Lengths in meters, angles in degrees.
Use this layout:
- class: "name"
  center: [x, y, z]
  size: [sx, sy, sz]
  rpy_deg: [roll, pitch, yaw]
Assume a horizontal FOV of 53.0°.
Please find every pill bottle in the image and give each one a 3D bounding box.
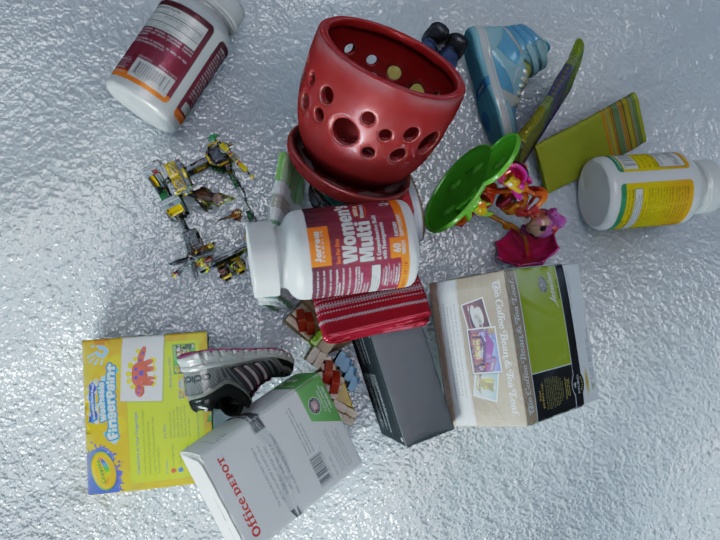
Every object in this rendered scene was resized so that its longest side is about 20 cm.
- class: "pill bottle"
  center: [0.452, -0.125, 1.121]
  size: [0.198, 0.113, 0.114]
  rpy_deg: [-5, 86, -11]
- class: "pill bottle"
  center: [-0.254, -0.306, 1.010]
  size: [0.114, 0.114, 0.201]
  rpy_deg: [32, 80, -6]
- class: "pill bottle"
  center: [-0.036, -0.023, 0.882]
  size: [0.198, 0.110, 0.111]
  rpy_deg: [-7, 86, -11]

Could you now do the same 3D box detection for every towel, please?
- class: "towel"
  center: [0.000, 0.000, 0.955]
  size: [0.143, 0.023, 0.201]
  rpy_deg: [-12, 54, -8]
- class: "towel"
  center: [0.365, -0.203, 1.145]
  size: [0.199, 0.018, 0.087]
  rpy_deg: [-28, 114, -11]
- class: "towel"
  center: [-0.104, -0.046, 0.996]
  size: [0.030, 0.149, 0.202]
  rpy_deg: [8, 83, 2]
- class: "towel"
  center: [0.274, -0.235, 1.087]
  size: [0.023, 0.144, 0.201]
  rpy_deg: [31, 80, 13]

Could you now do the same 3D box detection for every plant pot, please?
- class: "plant pot"
  center: [0.010, -0.199, 0.928]
  size: [0.199, 0.183, 0.201]
  rpy_deg: [17, 38, -14]

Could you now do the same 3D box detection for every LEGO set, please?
- class: "LEGO set"
  center: [-0.208, -0.090, 0.988]
  size: [0.152, 0.116, 0.202]
  rpy_deg: [-18, 84, -7]

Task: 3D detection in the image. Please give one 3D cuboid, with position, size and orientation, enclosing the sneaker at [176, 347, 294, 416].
- class: "sneaker"
  center: [-0.162, 0.149, 0.965]
  size: [0.073, 0.199, 0.088]
  rpy_deg: [-8, 82, 32]

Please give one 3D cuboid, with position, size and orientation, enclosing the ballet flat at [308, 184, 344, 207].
- class: "ballet flat"
  center: [-0.004, -0.062, 1.057]
  size: [0.072, 0.072, 0.201]
  rpy_deg: [-42, 93, -11]

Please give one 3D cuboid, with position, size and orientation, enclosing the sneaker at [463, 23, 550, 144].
- class: "sneaker"
  center: [0.244, -0.291, 1.116]
  size: [0.129, 0.080, 0.202]
  rpy_deg: [-14, 88, -10]

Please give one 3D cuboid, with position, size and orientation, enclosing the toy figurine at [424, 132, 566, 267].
- class: "toy figurine"
  center: [0.225, -0.085, 1.056]
  size: [0.183, 0.200, 0.151]
  rpy_deg: [33, 50, -18]

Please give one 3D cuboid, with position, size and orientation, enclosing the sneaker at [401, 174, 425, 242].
- class: "sneaker"
  center: [0.018, -0.124, 1.064]
  size: [0.112, 0.071, 0.202]
  rpy_deg: [-17, 81, -15]

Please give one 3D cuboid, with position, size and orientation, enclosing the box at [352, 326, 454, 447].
- class: "box"
  center: [0.048, 0.131, 1.012]
  size: [0.078, 0.141, 0.202]
  rpy_deg: [-17, 89, -11]

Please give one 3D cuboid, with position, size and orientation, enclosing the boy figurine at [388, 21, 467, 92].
- class: "boy figurine"
  center: [0.089, -0.278, 1.070]
  size: [0.124, 0.064, 0.201]
  rpy_deg: [30, 61, -6]

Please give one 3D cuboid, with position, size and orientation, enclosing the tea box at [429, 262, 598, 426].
- class: "tea box"
  center: [0.216, 0.101, 1.008]
  size: [0.196, 0.133, 0.202]
  rpy_deg: [-2, 83, -46]

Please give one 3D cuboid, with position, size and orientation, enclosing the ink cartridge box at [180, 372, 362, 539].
- class: "ink cartridge box"
  center: [-0.116, 0.249, 0.958]
  size: [0.199, 0.084, 0.147]
  rpy_deg: [-30, 100, -33]

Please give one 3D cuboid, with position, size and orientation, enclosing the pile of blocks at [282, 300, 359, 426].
- class: "pile of blocks"
  center: [-0.041, 0.127, 1.036]
  size: [0.082, 0.062, 0.201]
  rpy_deg: [-24, 90, -11]

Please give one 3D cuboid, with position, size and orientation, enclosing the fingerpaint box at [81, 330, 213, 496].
- class: "fingerpaint box"
  center: [-0.285, 0.189, 0.981]
  size: [0.165, 0.073, 0.202]
  rpy_deg: [-4, 85, -11]
